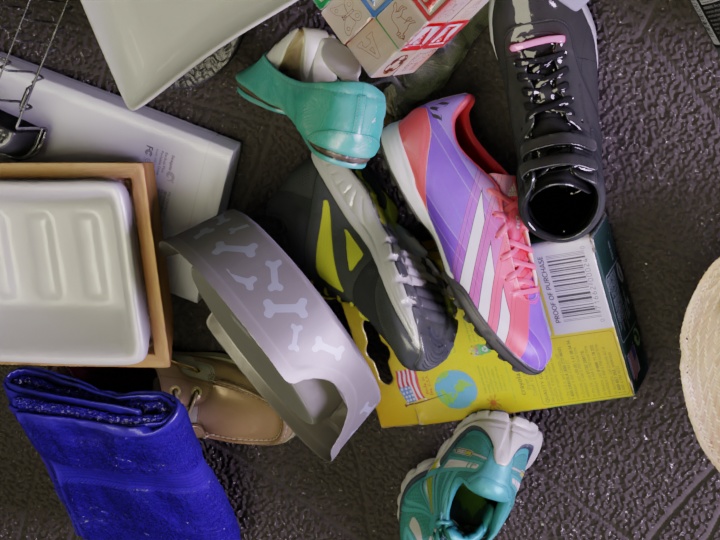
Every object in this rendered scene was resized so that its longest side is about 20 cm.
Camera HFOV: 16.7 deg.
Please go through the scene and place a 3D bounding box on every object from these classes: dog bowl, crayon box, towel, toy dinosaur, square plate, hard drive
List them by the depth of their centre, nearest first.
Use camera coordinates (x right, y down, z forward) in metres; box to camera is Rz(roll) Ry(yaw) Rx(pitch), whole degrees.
[{"bbox_3d":[-0.128,-0.238,1.664,0.200,0.028,0.198,-29,82,41],"label":"square plate"},{"bbox_3d":[0.046,-0.170,1.685,0.088,0.047,0.200,44,116,-7],"label":"toy dinosaur"},{"bbox_3d":[-0.061,0.041,1.747,0.059,0.200,0.200,-39,98,-10],"label":"dog bowl"},{"bbox_3d":[0.093,0.037,1.755,0.200,0.051,0.127,-9,110,23],"label":"crayon box"},{"bbox_3d":[-0.196,-0.070,1.829,0.200,0.027,0.132,21,119,10],"label":"hard drive"},{"bbox_3d":[-0.180,0.153,1.857,0.148,0.050,0.200,10,148,22],"label":"towel"}]

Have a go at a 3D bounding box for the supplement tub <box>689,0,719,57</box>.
[{"bbox_3d":[0.254,-0.210,1.540,0.122,0.123,0.200,-24,103,28],"label":"supplement tub"}]

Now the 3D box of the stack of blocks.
[{"bbox_3d":[0.002,-0.241,1.622,0.115,0.059,0.200,-42,76,29],"label":"stack of blocks"}]

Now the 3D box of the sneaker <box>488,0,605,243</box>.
[{"bbox_3d":[0.129,-0.109,1.634,0.071,0.099,0.200,-9,117,6],"label":"sneaker"}]

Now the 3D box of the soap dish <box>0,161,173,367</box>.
[{"bbox_3d":[-0.233,-0.009,1.803,0.200,0.081,0.157,1,110,20],"label":"soap dish"}]

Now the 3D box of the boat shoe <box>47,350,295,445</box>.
[{"bbox_3d":[-0.144,0.098,1.863,0.200,0.066,0.074,14,118,14],"label":"boat shoe"}]

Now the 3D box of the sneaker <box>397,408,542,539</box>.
[{"bbox_3d":[0.070,0.175,1.791,0.077,0.080,0.200,20,144,-4],"label":"sneaker"}]

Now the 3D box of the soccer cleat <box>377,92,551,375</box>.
[{"bbox_3d":[0.087,-0.025,1.672,0.073,0.068,0.200,-30,85,19],"label":"soccer cleat"}]

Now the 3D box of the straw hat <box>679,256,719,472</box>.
[{"bbox_3d":[0.318,0.062,1.664,0.201,0.085,0.201,5,102,21],"label":"straw hat"}]

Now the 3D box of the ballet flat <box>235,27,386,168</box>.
[{"bbox_3d":[-0.029,-0.128,1.671,0.067,0.200,0.070,12,103,-24],"label":"ballet flat"}]

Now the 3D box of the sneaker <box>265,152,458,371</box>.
[{"bbox_3d":[0.000,0.000,1.716,0.085,0.074,0.200,-39,54,18],"label":"sneaker"}]

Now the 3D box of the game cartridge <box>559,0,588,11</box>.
[{"bbox_3d":[0.085,-0.255,1.576,0.200,0.133,0.040,41,121,-2],"label":"game cartridge"}]

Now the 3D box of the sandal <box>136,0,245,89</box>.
[{"bbox_3d":[-0.101,-0.220,1.720,0.075,0.045,0.200,20,105,5],"label":"sandal"}]

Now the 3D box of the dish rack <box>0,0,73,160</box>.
[{"bbox_3d":[-0.276,-0.194,1.775,0.153,0.055,0.200,25,100,8],"label":"dish rack"}]
